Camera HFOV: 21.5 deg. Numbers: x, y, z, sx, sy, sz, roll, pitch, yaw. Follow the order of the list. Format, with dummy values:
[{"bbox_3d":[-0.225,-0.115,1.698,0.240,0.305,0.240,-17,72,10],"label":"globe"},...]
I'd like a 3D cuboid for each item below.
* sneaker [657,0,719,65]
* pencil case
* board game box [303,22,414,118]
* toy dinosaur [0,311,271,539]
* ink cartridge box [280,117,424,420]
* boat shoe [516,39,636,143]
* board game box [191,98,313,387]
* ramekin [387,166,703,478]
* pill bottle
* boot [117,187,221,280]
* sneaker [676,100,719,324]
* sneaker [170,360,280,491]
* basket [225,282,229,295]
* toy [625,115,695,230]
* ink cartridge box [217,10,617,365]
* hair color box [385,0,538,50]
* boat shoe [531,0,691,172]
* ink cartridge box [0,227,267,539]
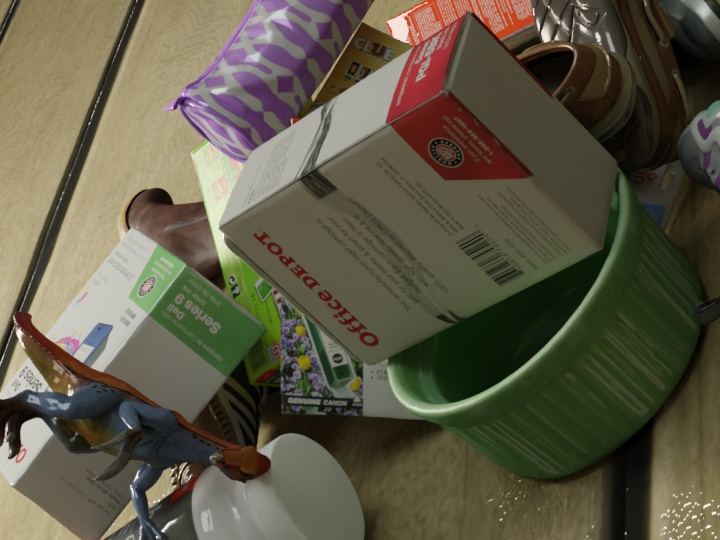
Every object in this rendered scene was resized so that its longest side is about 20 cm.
[{"bbox_3d":[0.192,-0.155,1.360,0.121,0.084,0.200,-44,17,0],"label":"sneaker"},{"bbox_3d":[-0.055,-0.174,1.386,0.084,0.085,0.201,-1,55,60],"label":"pencil case"},{"bbox_3d":[0.057,-0.081,1.376,0.136,0.199,0.035,-59,-13,-20],"label":"board game box"},{"bbox_3d":[-0.149,0.095,1.241,0.180,0.105,0.201,-3,63,1],"label":"toy dinosaur"},{"bbox_3d":[0.000,0.000,1.304,0.108,0.202,0.050,2,18,5],"label":"ink cartridge box"},{"bbox_3d":[0.079,-0.093,1.213,0.199,0.072,0.076,-31,55,27],"label":"boat shoe"},{"bbox_3d":[-0.060,-0.024,1.429,0.101,0.047,0.201,-35,61,38],"label":"board game box"},{"bbox_3d":[0.121,0.034,1.201,0.200,0.098,0.201,-38,27,23],"label":"ramekin"},{"bbox_3d":[-0.099,0.201,1.308,0.200,0.116,0.116,-36,28,26],"label":"pill bottle"},{"bbox_3d":[-0.152,-0.041,1.813,0.166,0.073,0.201,-26,30,18],"label":"boot"},{"bbox_3d":[0.232,-0.026,1.129,0.140,0.078,0.200,-54,25,-12],"label":"sneaker"},{"bbox_3d":[-0.100,0.126,1.486,0.070,0.108,0.201,-33,60,26],"label":"sneaker"},{"bbox_3d":[0.006,-0.016,1.501,0.199,0.148,0.144,-25,67,41],"label":"basket"},{"bbox_3d":[0.124,-0.091,1.308,0.199,0.047,0.116,10,57,23],"label":"toy"},{"bbox_3d":[0.034,-0.045,1.162,0.199,0.147,0.083,-28,30,37],"label":"ink cartridge box"},{"bbox_3d":[0.127,-0.217,1.532,0.199,0.062,0.101,-21,0,44],"label":"hair color box"},{"bbox_3d":[0.170,-0.157,1.268,0.076,0.071,0.201,-30,66,50],"label":"boat shoe"},{"bbox_3d":[-0.179,0.081,1.384,0.200,0.087,0.145,-53,25,-3],"label":"ink cartridge box"}]
